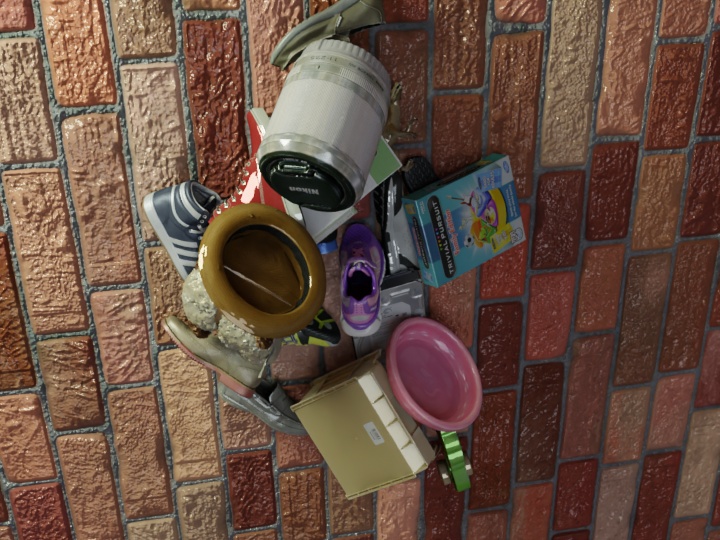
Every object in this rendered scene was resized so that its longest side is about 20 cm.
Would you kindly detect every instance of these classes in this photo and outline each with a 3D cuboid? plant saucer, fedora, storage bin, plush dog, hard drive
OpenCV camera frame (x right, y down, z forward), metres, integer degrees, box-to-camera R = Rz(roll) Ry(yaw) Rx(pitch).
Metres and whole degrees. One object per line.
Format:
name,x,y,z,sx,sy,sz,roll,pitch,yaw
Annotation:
plant saucer,0.117,0.179,1.341,0.198,0.204,0.051,29,134,-22
fedora,-0.147,0.007,1.151,0.196,0.082,0.206,8,72,-25
storage bin,0.011,0.268,1.387,0.196,0.094,0.203,-28,96,35
plush dog,-0.200,0.059,1.244,0.168,0.161,0.204,22,112,4
hard drive,0.048,0.094,1.399,0.136,0.038,0.203,-15,133,-6

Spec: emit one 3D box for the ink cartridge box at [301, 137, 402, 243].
ink cartridge box,-0.047,-0.153,1.253,0.198,0.048,0.147,-37,77,4

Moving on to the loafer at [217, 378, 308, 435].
loafer,-0.160,0.232,1.430,0.197,0.070,0.070,29,114,-21

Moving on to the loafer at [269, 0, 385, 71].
loafer,-0.045,-0.350,1.189,0.197,0.075,0.071,-32,101,3

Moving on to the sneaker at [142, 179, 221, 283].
sneaker,-0.252,-0.050,1.272,0.106,0.071,0.203,-21,115,19

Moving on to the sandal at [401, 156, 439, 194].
sandal,0.127,-0.102,1.359,0.074,0.045,0.203,-35,106,-19

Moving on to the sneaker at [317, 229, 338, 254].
sneaker,-0.135,-0.059,1.314,0.195,0.070,0.080,-10,103,-8

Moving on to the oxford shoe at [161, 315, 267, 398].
oxford shoe,-0.246,0.130,1.358,0.198,0.070,0.075,37,91,-6

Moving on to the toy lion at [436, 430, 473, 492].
toy lion,0.158,0.306,1.447,0.067,0.192,0.205,-18,93,-1

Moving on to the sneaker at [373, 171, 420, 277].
sneaker,0.069,-0.080,1.346,0.078,0.074,0.204,-13,124,-10

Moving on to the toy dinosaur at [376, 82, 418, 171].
toy dinosaur,0.034,-0.193,1.276,0.202,0.100,0.058,-58,152,8

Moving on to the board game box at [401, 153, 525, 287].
board game box,0.176,-0.085,1.328,0.197,0.047,0.154,-27,112,-23

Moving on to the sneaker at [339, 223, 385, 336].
sneaker,0.000,0.000,1.292,0.078,0.204,0.089,-4,146,5

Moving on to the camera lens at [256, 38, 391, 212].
camera lens,-0.049,-0.199,1.133,0.158,0.159,0.204,28,65,-22

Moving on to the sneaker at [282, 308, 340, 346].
sneaker,-0.130,0.097,1.383,0.195,0.076,0.078,17,121,-9

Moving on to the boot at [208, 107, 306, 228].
boot,-0.177,-0.137,1.212,0.141,0.072,0.205,-17,83,0
